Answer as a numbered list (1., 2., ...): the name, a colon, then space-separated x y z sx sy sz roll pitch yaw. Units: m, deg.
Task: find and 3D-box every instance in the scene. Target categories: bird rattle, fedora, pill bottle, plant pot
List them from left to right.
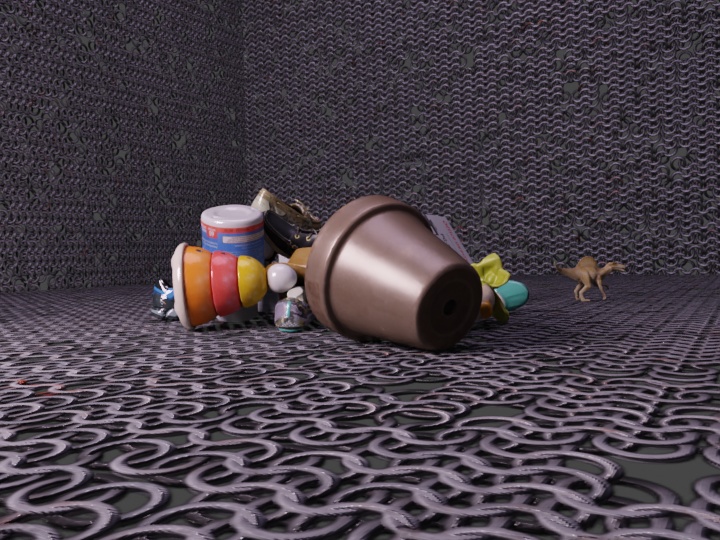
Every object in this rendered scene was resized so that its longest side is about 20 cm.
1. pill bottle: -0.232 -0.011 1.206 0.112 0.200 0.112 1 21 0
2. fedora: -0.074 0.013 1.205 0.200 0.082 0.201 14 -26 7
3. plant pot: 0.055 0.018 0.842 0.200 0.201 0.175 -3 20 -37
4. bird rattle: 0.146 0.044 1.073 0.200 0.113 0.163 -5 18 9

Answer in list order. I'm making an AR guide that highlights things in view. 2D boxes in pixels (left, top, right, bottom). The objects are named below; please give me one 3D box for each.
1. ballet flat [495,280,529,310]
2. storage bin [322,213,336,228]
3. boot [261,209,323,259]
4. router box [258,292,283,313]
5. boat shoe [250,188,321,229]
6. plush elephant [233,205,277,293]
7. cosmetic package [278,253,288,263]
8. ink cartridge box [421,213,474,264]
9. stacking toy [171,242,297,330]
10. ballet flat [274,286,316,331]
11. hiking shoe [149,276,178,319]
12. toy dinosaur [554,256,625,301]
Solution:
1. ballet flat: 0.229 0.058 1.275 0.200 0.067 0.070 0 26 46
2. storage bin: 0.000 0.000 1.376 0.134 0.200 0.146 12 -47 -42
3. boot: -0.080 -0.071 1.249 0.154 0.074 0.204 -31 -59 33
4. router box: -0.174 0.063 1.488 0.179 0.049 0.200 -3 2 -44
5. boat shoe: -0.142 -0.117 1.347 0.073 0.063 0.200 32 12 30
6. plush elephant: -0.215 -0.024 1.342 0.165 0.155 0.200 -29 -52 18
7. cosmetic package: -0.093 -0.003 1.699 0.200 0.165 0.165 -1 3 9
8. ink cartridge box: 0.124 -0.042 1.353 0.200 0.145 0.083 2 -38 -45
9. stacking toy: -0.207 0.019 1.104 0.200 0.146 0.146 -5 2 -6
10. ballet flat: -0.102 0.061 1.127 0.072 0.072 0.200 -1 1 4
11. hiking shoe: -0.316 0.051 1.312 0.200 0.087 0.074 -2 1 -15
12. toy dinosaur: 0.510 0.018 1.501 0.200 0.101 0.058 -2 2 -21
